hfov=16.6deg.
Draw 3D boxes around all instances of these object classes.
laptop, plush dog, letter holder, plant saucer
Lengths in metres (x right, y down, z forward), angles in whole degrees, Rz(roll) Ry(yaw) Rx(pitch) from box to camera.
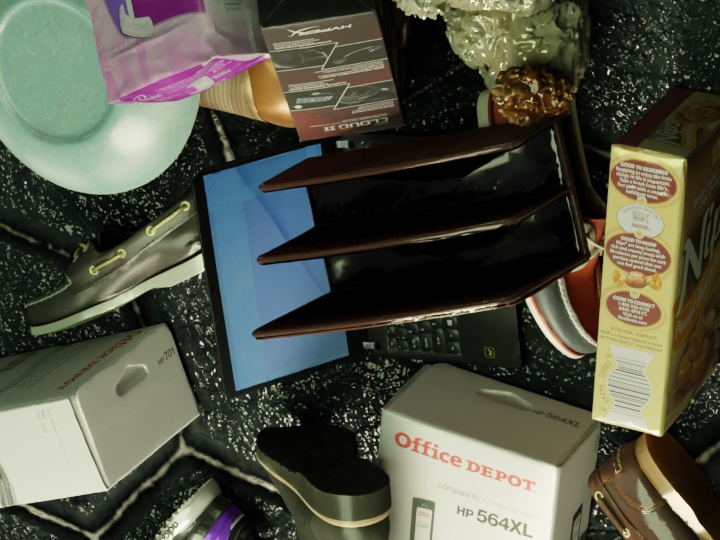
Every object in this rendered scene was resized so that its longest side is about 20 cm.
[{"bbox_3d":[0.000,0.000,1.753,0.199,0.103,0.178,4,115,28],"label":"laptop"},{"bbox_3d":[0.100,-0.185,1.588,0.159,0.200,0.173,-12,116,5],"label":"plush dog"},{"bbox_3d":[0.027,-0.025,1.620,0.199,0.142,0.101,-8,101,30],"label":"letter holder"},{"bbox_3d":[-0.208,-0.145,1.747,0.200,0.039,0.202,10,113,25],"label":"plant saucer"}]

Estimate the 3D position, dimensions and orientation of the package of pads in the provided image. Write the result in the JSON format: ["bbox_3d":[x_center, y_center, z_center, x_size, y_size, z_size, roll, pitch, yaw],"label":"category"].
[{"bbox_3d":[-0.129,-0.219,1.645,0.120,0.075,0.201,-18,81,41],"label":"package of pads"}]

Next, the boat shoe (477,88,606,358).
[{"bbox_3d":[0.138,-0.037,1.683,0.062,0.071,0.201,-12,102,30],"label":"boat shoe"}]

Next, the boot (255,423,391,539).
[{"bbox_3d":[-0.028,0.198,1.808,0.077,0.200,0.139,-7,105,-11],"label":"boot"}]

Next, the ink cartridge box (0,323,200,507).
[{"bbox_3d":[-0.249,0.118,1.920,0.199,0.146,0.086,-10,106,32],"label":"ink cartridge box"}]

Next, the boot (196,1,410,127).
[{"bbox_3d":[-0.040,-0.199,1.713,0.154,0.074,0.201,6,113,18],"label":"boot"}]

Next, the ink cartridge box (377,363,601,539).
[{"bbox_3d":[0.086,0.188,1.802,0.145,0.084,0.201,16,120,23],"label":"ink cartridge box"}]

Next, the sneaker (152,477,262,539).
[{"bbox_3d":[-0.139,0.264,1.974,0.099,0.070,0.200,40,126,5],"label":"sneaker"}]

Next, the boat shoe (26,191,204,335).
[{"bbox_3d":[-0.179,-0.007,1.874,0.200,0.072,0.061,-23,96,28],"label":"boat shoe"}]

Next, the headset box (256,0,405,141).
[{"bbox_3d":[-0.022,-0.184,1.580,0.077,0.200,0.150,-7,71,3],"label":"headset box"}]

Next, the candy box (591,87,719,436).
[{"bbox_3d":[0.203,-0.006,1.628,0.055,0.115,0.201,14,118,22],"label":"candy box"}]

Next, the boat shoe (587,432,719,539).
[{"bbox_3d":[0.240,0.206,1.735,0.070,0.070,0.200,-40,81,29],"label":"boat shoe"}]
